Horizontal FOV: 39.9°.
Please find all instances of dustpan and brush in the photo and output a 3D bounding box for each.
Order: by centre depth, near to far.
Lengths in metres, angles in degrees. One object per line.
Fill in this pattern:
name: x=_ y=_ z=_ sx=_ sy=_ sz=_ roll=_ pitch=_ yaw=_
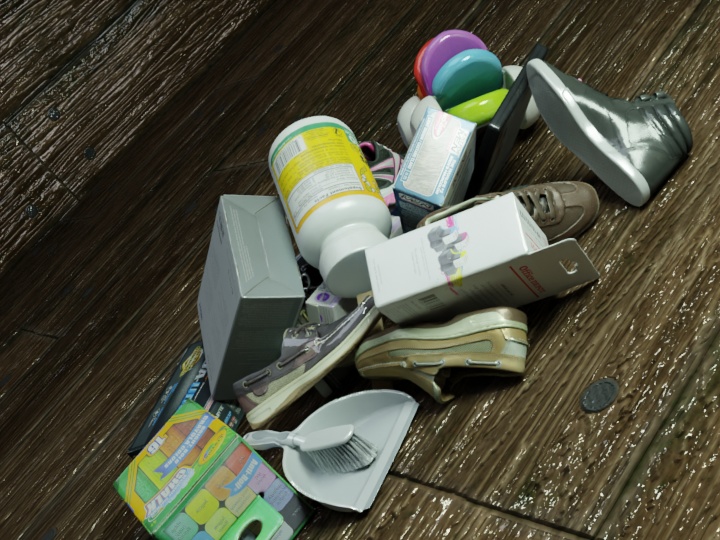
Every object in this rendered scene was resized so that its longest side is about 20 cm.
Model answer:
dustpan and brush: x=-0.048 y=0.179 z=1.013 sx=0.199 sy=0.057 sz=0.140 roll=-18 pitch=32 yaw=46

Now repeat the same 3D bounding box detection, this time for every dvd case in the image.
dvd case: x=0.164 y=-0.150 z=1.165 sx=0.143 sy=0.017 sz=0.201 roll=-58 pitch=-11 yaw=-30

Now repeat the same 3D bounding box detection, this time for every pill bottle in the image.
pill bottle: x=-0.029 y=-0.071 z=1.131 sx=0.112 sy=0.113 sz=0.201 roll=-34 pitch=52 yaw=14

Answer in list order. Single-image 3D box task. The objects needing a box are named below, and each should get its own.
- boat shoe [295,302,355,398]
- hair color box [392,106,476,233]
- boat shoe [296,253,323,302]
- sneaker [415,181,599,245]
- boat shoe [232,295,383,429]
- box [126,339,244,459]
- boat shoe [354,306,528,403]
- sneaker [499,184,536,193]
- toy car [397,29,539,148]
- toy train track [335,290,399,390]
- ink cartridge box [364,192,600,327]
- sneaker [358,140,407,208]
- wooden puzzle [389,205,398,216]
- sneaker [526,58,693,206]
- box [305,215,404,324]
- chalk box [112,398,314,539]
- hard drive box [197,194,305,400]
boat shoe: x=-0.054 y=0.078 z=1.189 sx=0.060 sy=0.072 sz=0.202 roll=-38 pitch=30 yaw=1
hair color box: x=0.087 y=-0.101 z=1.133 sx=0.200 sy=0.060 sz=0.101 roll=67 pitch=-135 yaw=-77
boat shoe: x=-0.069 y=0.012 z=1.312 sx=0.198 sy=0.073 sz=0.069 roll=-28 pitch=43 yaw=42
sneaker: x=0.153 y=-0.049 z=1.021 sx=0.198 sy=0.071 sz=0.076 roll=-17 pitch=-13 yaw=4
boat shoe: x=-0.059 y=0.088 z=1.055 sx=0.200 sy=0.065 sz=0.072 roll=-42 pitch=-5 yaw=18
box: x=-0.202 y=0.161 z=1.296 sx=0.158 sy=0.046 sz=0.201 roll=-22 pitch=29 yaw=37
boat shoe: x=0.073 y=0.092 z=0.972 sx=0.199 sy=0.071 sz=0.077 roll=-19 pitch=64 yaw=40
sneaker: x=0.135 y=-0.018 z=1.092 sx=0.199 sy=0.075 sz=0.077 roll=-34 pitch=55 yaw=8
toy car: x=0.132 y=-0.240 z=1.302 sx=0.173 sy=0.152 sz=0.200 roll=-21 pitch=12 yaw=-4
toy train track: x=0.058 y=0.069 z=1.062 sx=0.198 sy=0.032 sz=0.116 roll=-18 pitch=71 yaw=25
ink cartridge box: x=0.119 y=-0.007 z=0.963 sx=0.198 sy=0.115 sz=0.069 roll=-20 pitch=63 yaw=19
sneaker: x=0.030 y=-0.136 z=1.300 sx=0.080 sy=0.087 sz=0.200 roll=-30 pitch=8 yaw=20
wooden puzzle: x=0.054 y=-0.080 z=1.340 sx=0.185 sy=0.037 sz=0.200 roll=-42 pitch=24 yaw=-3
sneaker: x=0.265 y=-0.166 z=1.043 sx=0.099 sy=0.071 sz=0.201 roll=-34 pitch=66 yaw=-10
box: x=0.000 y=0.000 z=1.181 sx=0.038 sy=0.042 sz=0.200 roll=9 pitch=38 yaw=27
chalk box: x=-0.142 y=0.232 z=0.984 sx=0.125 sy=0.124 sz=0.199 roll=-48 pitch=24 yaw=-16
hard drive box: x=-0.137 y=0.035 z=1.187 sx=0.201 sy=0.076 sz=0.157 roll=113 pitch=149 yaw=-46
